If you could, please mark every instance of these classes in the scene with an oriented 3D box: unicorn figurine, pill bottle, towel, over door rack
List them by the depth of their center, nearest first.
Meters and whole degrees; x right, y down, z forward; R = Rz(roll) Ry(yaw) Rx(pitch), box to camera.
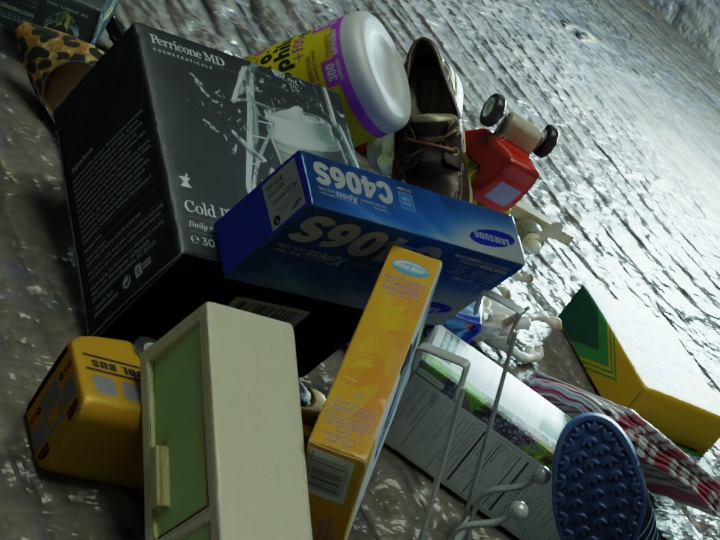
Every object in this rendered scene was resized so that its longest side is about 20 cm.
[{"bbox_3d":[0.081,0.130,0.953,0.066,0.202,0.148,7,15,19],"label":"over door rack"},{"bbox_3d":[0.236,0.159,1.207,0.200,0.030,0.146,39,-8,-26],"label":"towel"},{"bbox_3d":[-0.065,-0.137,1.208,0.104,0.199,0.105,50,29,-42],"label":"pill bottle"},{"bbox_3d":[0.127,0.035,1.354,0.137,0.074,0.200,14,16,-40],"label":"unicorn figurine"}]

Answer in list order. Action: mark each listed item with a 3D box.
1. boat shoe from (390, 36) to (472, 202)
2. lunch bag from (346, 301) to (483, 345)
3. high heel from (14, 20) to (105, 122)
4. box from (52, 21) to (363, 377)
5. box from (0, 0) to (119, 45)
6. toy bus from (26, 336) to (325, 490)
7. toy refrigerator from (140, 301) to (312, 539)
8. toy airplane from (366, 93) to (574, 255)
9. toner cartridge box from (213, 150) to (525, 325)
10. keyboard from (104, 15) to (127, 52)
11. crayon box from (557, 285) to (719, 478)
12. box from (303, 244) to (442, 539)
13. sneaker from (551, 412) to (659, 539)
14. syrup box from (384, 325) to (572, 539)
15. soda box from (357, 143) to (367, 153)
[{"bbox_3d":[0.057,-0.109,1.220,0.072,0.072,0.201,68,23,-59],"label":"boat shoe"},{"bbox_3d":[0.000,0.000,1.222,0.199,0.094,0.151,23,31,-7],"label":"lunch bag"},{"bbox_3d":[-0.228,-0.126,1.142,0.200,0.071,0.143,47,18,2],"label":"high heel"},{"bbox_3d":[-0.101,-0.046,1.049,0.199,0.124,0.198,13,49,-41],"label":"box"},{"bbox_3d":[-0.317,-0.273,1.288,0.199,0.051,0.158,20,25,-9],"label":"box"},{"bbox_3d":[-0.107,0.099,0.907,0.199,0.065,0.078,18,29,-35],"label":"toy bus"},{"bbox_3d":[-0.078,0.126,0.797,0.070,0.076,0.201,17,53,-36],"label":"toy refrigerator"},{"bbox_3d":[0.094,-0.084,1.357,0.199,0.142,0.199,22,-7,25],"label":"toy airplane"},{"bbox_3d":[0.009,-0.017,0.962,0.199,0.095,0.043,13,53,-40],"label":"toner cartridge box"},{"bbox_3d":[-0.203,-0.162,1.316,0.104,0.040,0.200,46,9,-47],"label":"keyboard"},{"bbox_3d":[0.291,0.110,1.446,0.125,0.052,0.201,22,28,-29],"label":"crayon box"},{"bbox_3d":[0.005,0.078,0.906,0.041,0.120,0.201,18,44,4],"label":"box"},{"bbox_3d":[0.182,0.193,1.037,0.078,0.070,0.202,-50,128,-77],"label":"sneaker"},{"bbox_3d":[0.114,0.139,1.114,0.199,0.082,0.079,35,23,0],"label":"syrup box"},{"bbox_3d":[0.038,-0.156,1.565,0.199,0.070,0.064,33,24,-10],"label":"soda box"}]
